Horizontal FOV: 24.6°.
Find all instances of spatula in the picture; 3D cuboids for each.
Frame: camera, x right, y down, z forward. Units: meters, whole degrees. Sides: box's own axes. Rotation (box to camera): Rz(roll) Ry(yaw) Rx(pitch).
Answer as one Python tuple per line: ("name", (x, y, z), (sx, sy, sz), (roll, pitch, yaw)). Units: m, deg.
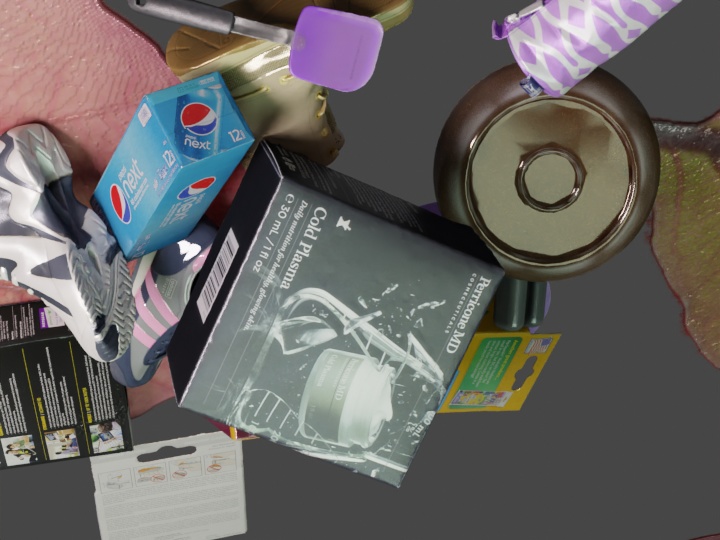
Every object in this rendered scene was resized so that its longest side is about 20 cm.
("spatula", (-0.082, -0.179, 1.225), (0.198, 0.057, 0.021), (15, -175, 15))

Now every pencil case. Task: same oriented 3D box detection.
("pencil case", (0.200, -0.225, 1.310), (0.200, 0.084, 0.085), (-38, 115, 24))

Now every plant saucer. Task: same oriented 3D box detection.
("plant saucer", (0.162, -0.081, 1.421), (0.198, 0.032, 0.202), (0, 109, -1))

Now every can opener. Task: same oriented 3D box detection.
("can opener", (0.155, -0.043, 1.472), (0.052, 0.066, 0.202), (-6, 110, -38))

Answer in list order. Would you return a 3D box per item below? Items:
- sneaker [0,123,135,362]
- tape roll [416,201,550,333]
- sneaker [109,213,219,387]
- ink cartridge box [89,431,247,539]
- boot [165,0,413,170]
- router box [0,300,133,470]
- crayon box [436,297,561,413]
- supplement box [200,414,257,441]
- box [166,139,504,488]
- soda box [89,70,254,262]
("sneaker", (-0.272, -0.005, 1.343), (0.129, 0.079, 0.200), (-24, 100, 29))
("tape roll", (0.079, 0.023, 1.581), (0.198, 0.066, 0.201), (-11, 142, -9))
("sneaker", (-0.164, 0.039, 1.460), (0.070, 0.082, 0.201), (-37, 155, -50))
("ink cartridge box", (-0.202, 0.222, 1.743), (0.159, 0.050, 0.201), (-9, 138, -9))
("boot", (-0.034, -0.155, 1.305), (0.198, 0.073, 0.156), (-19, 140, 12))
("router box", (-0.295, 0.108, 1.555), (0.148, 0.051, 0.201), (-8, 141, -9))
("crayon box", (0.074, 0.080, 1.555), (0.198, 0.052, 0.126), (0, 140, -20))
("supplement box", (-0.084, 0.095, 1.505), (0.109, 0.087, 0.200), (-6, -177, -14))
("box", (-0.024, 0.034, 1.308), (0.195, 0.124, 0.201), (21, 103, -18))
("soda box", (-0.153, -0.078, 1.304), (0.067, 0.065, 0.200), (-23, 170, -28))
